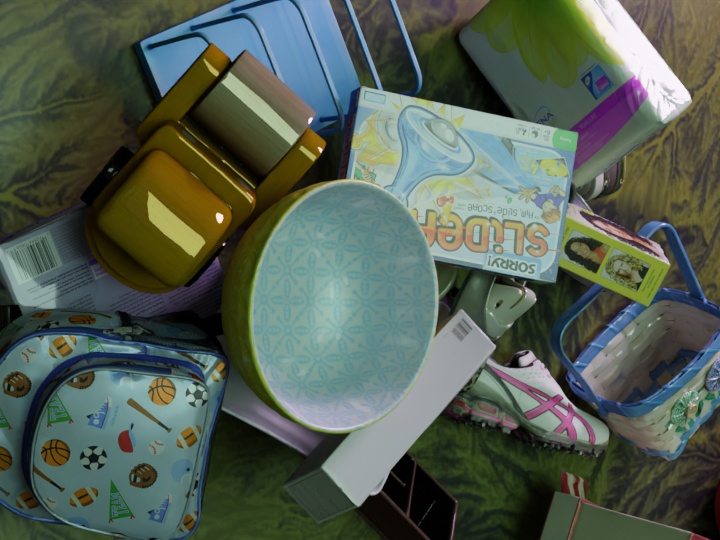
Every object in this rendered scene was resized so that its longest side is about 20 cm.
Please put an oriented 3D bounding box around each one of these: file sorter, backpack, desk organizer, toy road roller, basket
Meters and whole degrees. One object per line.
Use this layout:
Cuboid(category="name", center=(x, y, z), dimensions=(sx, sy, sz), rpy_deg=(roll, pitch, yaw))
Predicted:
Cuboid(category="file sorter", center=(-0.065, -0.176, 1.508), dimensions=(0.200, 0.123, 0.139), rpy_deg=(-29, 106, -31))
Cuboid(category="backpack", center=(-0.207, 0.121, 1.342), dimensions=(0.190, 0.154, 0.200), rpy_deg=(11, 95, -9))
Cuboid(category="desk organizer", center=(0.018, 0.180, 1.587), dimensions=(0.200, 0.077, 0.072), rpy_deg=(47, 65, -24))
Cuboid(category="toy road roller", center=(-0.131, -0.069, 1.353), dimensions=(0.123, 0.146, 0.200), rpy_deg=(41, 103, -10))
Cuboid(category="basket", center=(0.287, 0.073, 1.718), dimensions=(0.176, 0.139, 0.200), rpy_deg=(-45, 118, -16))

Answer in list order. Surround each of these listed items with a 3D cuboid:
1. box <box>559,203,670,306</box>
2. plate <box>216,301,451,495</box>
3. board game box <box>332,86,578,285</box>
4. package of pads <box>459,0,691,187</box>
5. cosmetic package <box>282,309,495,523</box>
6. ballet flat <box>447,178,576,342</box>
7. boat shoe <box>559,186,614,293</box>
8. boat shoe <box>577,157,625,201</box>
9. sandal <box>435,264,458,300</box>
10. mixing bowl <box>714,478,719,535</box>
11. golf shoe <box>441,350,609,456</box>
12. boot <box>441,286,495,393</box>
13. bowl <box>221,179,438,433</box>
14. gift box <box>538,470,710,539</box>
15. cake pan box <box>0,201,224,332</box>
Cuboid(category="box", center=(0.189, -0.036, 1.617), dimensions=(0.200, 0.075, 0.050), rpy_deg=(24, 105, -6))
Cuboid(category="plate", center=(-0.036, 0.069, 1.500), dimensions=(0.200, 0.032, 0.200), rpy_deg=(32, 61, -13))
Cuboid(category="board game box", center=(0.080, -0.071, 1.474), dimensions=(0.200, 0.034, 0.136), rpy_deg=(10, 85, -14))
Cuboid(category="package of pads", center=(0.199, -0.193, 1.639), dimensions=(0.068, 0.154, 0.200), rpy_deg=(-33, 85, -37))
Cuboid(category="cosmetic package", center=(0.026, 0.123, 1.447), dimensions=(0.051, 0.083, 0.200), rpy_deg=(48, 59, -7))
Cuboid(category="ballet flat", center=(0.135, -0.001, 1.532), dimensions=(0.067, 0.064, 0.200), rpy_deg=(28, 83, -54))
Cuboid(category="boat shoe", center=(0.203, -0.050, 1.716), dimensions=(0.200, 0.075, 0.062), rpy_deg=(36, 72, -30))
Cuboid(category="boat shoe", center=(0.233, -0.172, 1.742), dimensions=(0.059, 0.072, 0.200), rpy_deg=(-12, 100, -40))
Cuboid(category="sandal", center=(-0.001, 0.001, 1.490), dimensions=(0.201, 0.057, 0.080), rpy_deg=(-3, 74, -27))
Cuboid(category="mixing bowl", center=(0.457, 0.257, 1.864), dimensions=(0.200, 0.108, 0.200), rpy_deg=(0, 89, -35))
Cuboid(category="golf shoe", center=(0.174, 0.128, 1.695), dimensions=(0.200, 0.073, 0.092), rpy_deg=(22, 78, -32))
Cuboid(category="boot", center=(0.063, 0.009, 1.605), dimensions=(0.150, 0.073, 0.200), rpy_deg=(22, 81, -18))
Cuboid(category="bowl", center=(-0.044, 0.026, 1.382), dimensions=(0.200, 0.108, 0.200), rpy_deg=(-4, 96, -42))
Cuboid(category="gift box", center=(0.255, 0.312, 1.677), dimensions=(0.200, 0.187, 0.185), rpy_deg=(34, 73, -45))
Cuboid(category="cake pan box", center=(-0.207, 0.030, 1.454), dimensions=(0.200, 0.052, 0.184), rpy_deg=(-29, 103, -31))
